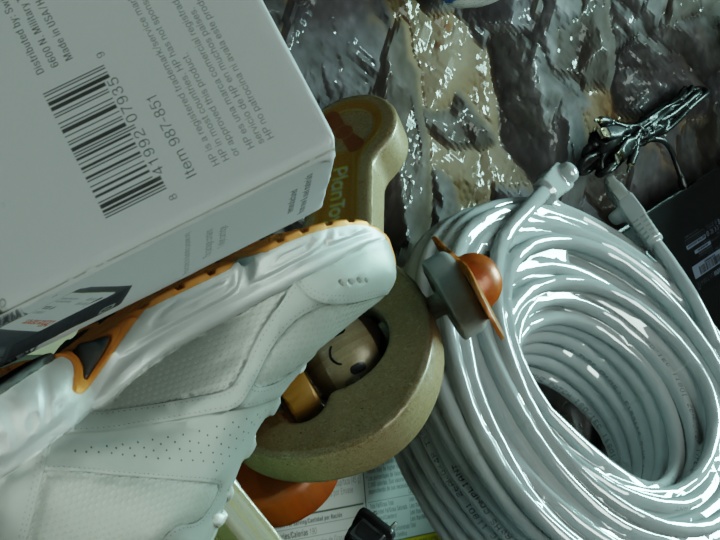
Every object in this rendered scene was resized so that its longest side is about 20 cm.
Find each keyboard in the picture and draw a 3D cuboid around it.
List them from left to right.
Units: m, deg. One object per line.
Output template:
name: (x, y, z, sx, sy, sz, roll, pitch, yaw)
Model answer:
keyboard: (0.154, -0.027, 1.422, 0.200, 0.021, 0.128, -30, 106, -50)

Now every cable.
cable: (0.090, 0.062, 1.255, 0.200, 0.069, 0.200, -22, 75, -52)

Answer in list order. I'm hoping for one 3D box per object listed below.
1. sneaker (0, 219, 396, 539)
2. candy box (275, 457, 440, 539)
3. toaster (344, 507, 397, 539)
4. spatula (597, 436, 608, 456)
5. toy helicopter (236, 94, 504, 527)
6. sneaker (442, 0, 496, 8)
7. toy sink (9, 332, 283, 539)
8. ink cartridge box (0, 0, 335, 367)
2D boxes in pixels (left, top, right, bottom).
sneaker: (-0.063, 0.054, 0.982, 0.199, 0.076, 0.092, -30, 98, -26)
candy box: (0.019, 0.122, 1.263, 0.199, 0.026, 0.103, -5, 91, -49)
toaster: (0.011, 0.198, 1.097, 0.129, 0.114, 0.200, 28, 55, 5)
spatula: (0.117, 0.111, 1.375, 0.056, 0.020, 0.201, 24, 65, -45)
toy helicopter: (0.000, 0.000, 1.173, 0.201, 0.132, 0.079, -85, 152, -45)
sneaker: (0.036, -0.210, 1.260, 0.147, 0.080, 0.201, -55, 132, -40)
toy sink: (-0.106, 0.106, 1.059, 0.131, 0.112, 0.200, 55, 50, -31)
ink cartridge box: (-0.128, -0.047, 0.928, 0.199, 0.084, 0.146, -26, 81, -9)
